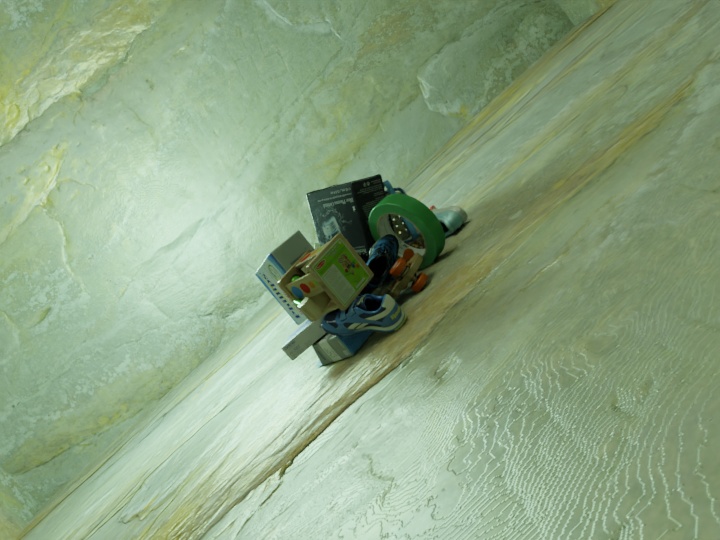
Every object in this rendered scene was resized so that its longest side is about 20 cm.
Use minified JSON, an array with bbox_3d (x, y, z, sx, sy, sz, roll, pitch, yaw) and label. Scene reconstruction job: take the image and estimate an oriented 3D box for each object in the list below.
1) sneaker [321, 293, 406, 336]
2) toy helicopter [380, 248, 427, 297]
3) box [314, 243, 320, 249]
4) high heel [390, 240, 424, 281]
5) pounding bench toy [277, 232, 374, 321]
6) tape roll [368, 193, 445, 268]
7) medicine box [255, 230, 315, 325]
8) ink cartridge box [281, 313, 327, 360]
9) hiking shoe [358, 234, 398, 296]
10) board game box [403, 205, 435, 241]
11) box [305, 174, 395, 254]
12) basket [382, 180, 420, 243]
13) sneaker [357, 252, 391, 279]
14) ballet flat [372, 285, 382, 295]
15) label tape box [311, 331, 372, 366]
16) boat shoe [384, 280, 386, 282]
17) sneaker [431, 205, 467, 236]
[{"bbox_3d":[-0.002,0.090,1.455,0.199,0.082,0.074,-10,40,27],"label":"sneaker"},{"bbox_3d":[0.086,0.031,1.615,0.200,0.079,0.132,-51,9,34],"label":"toy helicopter"},{"bbox_3d":[-0.112,0.044,1.912,0.145,0.036,0.201,92,174,-60],"label":"box"},{"bbox_3d":[0.078,-0.042,1.831,0.200,0.072,0.143,20,62,43],"label":"high heel"},{"bbox_3d":[-0.102,0.043,1.475,0.156,0.124,0.200,-24,20,49],"label":"pounding bench toy"},{"bbox_3d":[0.114,-0.096,1.671,0.048,0.201,0.200,-46,10,-32],"label":"tape roll"},{"bbox_3d":[-0.157,0.024,1.695,0.103,0.182,0.200,-40,0,-25],"label":"medicine box"},{"bbox_3d":[-0.096,0.126,1.599,0.200,0.044,0.094,-40,7,16],"label":"ink cartridge box"},{"bbox_3d":[0.054,-0.019,1.599,0.087,0.074,0.200,-41,16,51],"label":"hiking shoe"},{"bbox_3d":[0.149,-0.102,2.049,0.200,0.046,0.152,-37,10,29],"label":"board game box"},{"bbox_3d":[-0.025,-0.139,1.817,0.117,0.201,0.196,-22,11,-42],"label":"box"},{"bbox_3d":[0.095,-0.145,1.864,0.139,0.177,0.200,-25,-8,-15],"label":"basket"},{"bbox_3d":[0.000,0.000,1.683,0.085,0.079,0.200,-6,-5,34],"label":"sneaker"},{"bbox_3d":[0.025,0.059,1.705,0.072,0.072,0.200,-39,-2,14],"label":"ballet flat"},{"bbox_3d":[-0.042,0.149,1.604,0.143,0.066,0.200,-47,12,-31],"label":"label tape box"},{"bbox_3d":[0.059,0.003,1.881,0.200,0.072,0.076,-43,21,-12],"label":"boat shoe"},{"bbox_3d":[0.205,-0.121,1.818,0.082,0.074,0.200,-43,7,-24],"label":"sneaker"}]
